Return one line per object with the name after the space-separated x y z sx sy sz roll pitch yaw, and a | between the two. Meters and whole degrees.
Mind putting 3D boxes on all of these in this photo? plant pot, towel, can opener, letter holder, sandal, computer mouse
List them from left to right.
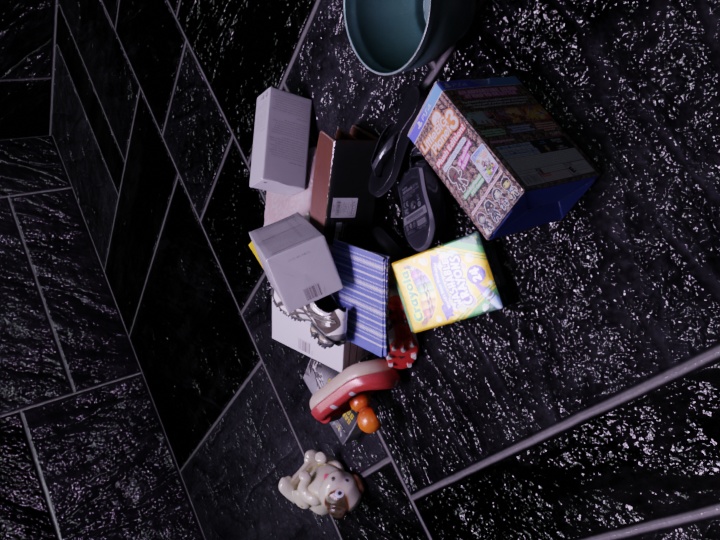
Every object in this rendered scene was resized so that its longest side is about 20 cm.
-0.152 -0.148 1.403 0.191 0.032 0.200 -20 62 49 | towel
-0.042 -0.170 1.230 0.142 0.100 0.200 -133 45 -54 | letter holder
0.001 0.051 1.181 0.145 0.024 0.200 20 118 43 | towel
0.053 -0.224 1.107 0.200 0.043 0.076 -67 27 24 | sandal
0.085 -0.012 1.184 0.200 0.079 0.063 47 175 40 | can opener
0.085 -0.397 0.954 0.200 0.134 0.201 25 121 49 | plant pot
0.112 -0.131 1.101 0.138 0.053 0.200 -21 73 58 | computer mouse

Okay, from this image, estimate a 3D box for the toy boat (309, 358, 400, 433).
0.002 0.268 1.306 0.200 0.130 0.131 -41 69 25 | toy boat

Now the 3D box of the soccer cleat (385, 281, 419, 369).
0.077 0.108 1.232 0.085 0.068 0.200 -85 -10 -50 | soccer cleat

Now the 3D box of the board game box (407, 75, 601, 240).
0.192 -0.159 0.872 0.200 0.159 0.097 58 143 24 | board game box

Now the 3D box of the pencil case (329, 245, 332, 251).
-0.139 -0.058 1.450 0.200 0.087 0.088 -5 98 53 | pencil case

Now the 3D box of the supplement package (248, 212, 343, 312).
-0.125 -0.022 1.204 0.200 0.114 0.110 -136 25 -65 | supplement package

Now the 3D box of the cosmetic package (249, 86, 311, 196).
-0.166 -0.267 1.342 0.071 0.101 0.200 -12 71 56 | cosmetic package

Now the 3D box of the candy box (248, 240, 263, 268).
-0.188 0.012 1.538 0.026 0.102 0.200 -43 61 14 | candy box

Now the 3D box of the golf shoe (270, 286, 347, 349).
-0.092 0.061 1.228 0.200 0.078 0.095 34 121 31 | golf shoe

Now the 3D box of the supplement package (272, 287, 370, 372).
-0.079 0.094 1.359 0.200 0.111 0.156 22 121 32 | supplement package

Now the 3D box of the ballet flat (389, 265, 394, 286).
0.000 0.000 1.240 0.200 0.072 0.068 -145 39 -65 | ballet flat

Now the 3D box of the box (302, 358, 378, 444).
-0.051 0.277 1.487 0.200 0.048 0.159 55 141 28 | box

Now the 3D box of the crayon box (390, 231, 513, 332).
0.136 0.025 1.059 0.200 0.052 0.126 -21 85 35 | crayon box

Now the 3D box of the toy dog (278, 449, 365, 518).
-0.080 0.538 1.557 0.200 0.139 0.194 -23 96 56 | toy dog
